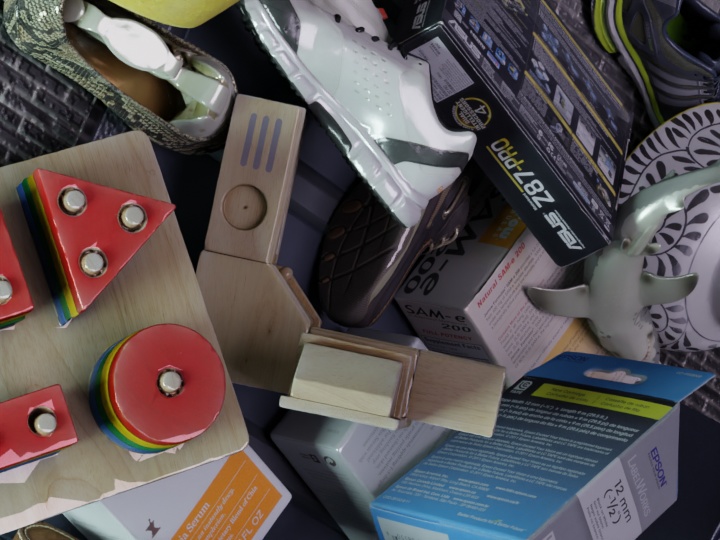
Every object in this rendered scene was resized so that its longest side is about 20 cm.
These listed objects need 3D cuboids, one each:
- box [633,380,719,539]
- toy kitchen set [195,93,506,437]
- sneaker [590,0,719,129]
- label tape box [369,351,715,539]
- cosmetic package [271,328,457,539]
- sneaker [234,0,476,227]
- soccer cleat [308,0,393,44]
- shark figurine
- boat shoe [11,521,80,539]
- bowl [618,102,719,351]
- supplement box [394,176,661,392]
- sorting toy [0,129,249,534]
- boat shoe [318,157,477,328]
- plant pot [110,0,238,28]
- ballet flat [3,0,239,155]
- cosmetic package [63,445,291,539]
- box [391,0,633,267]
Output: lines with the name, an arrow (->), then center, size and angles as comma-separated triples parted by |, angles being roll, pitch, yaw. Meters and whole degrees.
box -> 0.217, 0.187, 1.802 | 0.149, 0.104, 0.200 | -60, 161, -8
toy kitchen set -> 0.000, 0.000, 1.533 | 0.163, 0.199, 0.182 | 21, 81, -86
sneaker -> 0.248, -0.147, 1.864 | 0.200, 0.081, 0.074 | 44, 67, -38
label tape box -> 0.126, 0.133, 1.630 | 0.200, 0.143, 0.066 | -35, 118, -34
cosmetic package -> 0.037, 0.144, 1.706 | 0.102, 0.071, 0.200 | -52, 126, -25
sneaker -> -0.006, -0.126, 1.576 | 0.080, 0.074, 0.200 | -39, 103, 2
soccer cleat -> -0.024, -0.182, 1.622 | 0.077, 0.069, 0.201 | -9, 95, -37
shark figurine -> 0.193, -0.033, 1.719 | 0.127, 0.215, 0.090 | 16, 40, -17
boat shoe -> -0.120, 0.201, 1.497 | 0.076, 0.199, 0.074 | -13, 131, -63
bowl -> 0.266, -0.013, 1.853 | 0.200, 0.094, 0.202 | -22, 129, -30
supplement box -> 0.123, 0.048, 1.781 | 0.126, 0.073, 0.200 | -51, 127, -27
sorting toy -> -0.174, 0.033, 1.431 | 0.198, 0.070, 0.201 | -17, 86, -25
boat shoe -> 0.041, -0.044, 1.692 | 0.073, 0.074, 0.201 | 39, 71, -39
plant pot -> -0.109, -0.228, 1.470 | 0.199, 0.200, 0.143 | 13, 112, -43
ballet flat -> -0.127, -0.121, 1.524 | 0.200, 0.075, 0.068 | 31, 75, -41
cosmetic package -> -0.140, 0.112, 1.549 | 0.102, 0.071, 0.200 | -55, 127, -22
box -> 0.106, -0.125, 1.684 | 0.200, 0.049, 0.162 | 49, 33, -24
